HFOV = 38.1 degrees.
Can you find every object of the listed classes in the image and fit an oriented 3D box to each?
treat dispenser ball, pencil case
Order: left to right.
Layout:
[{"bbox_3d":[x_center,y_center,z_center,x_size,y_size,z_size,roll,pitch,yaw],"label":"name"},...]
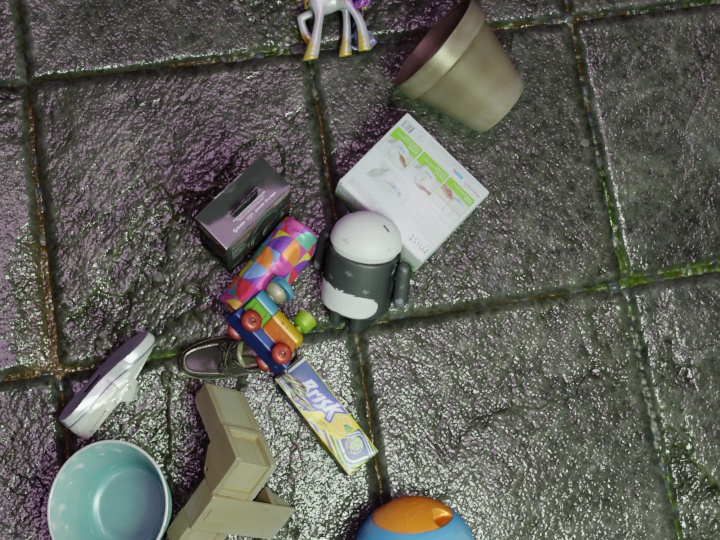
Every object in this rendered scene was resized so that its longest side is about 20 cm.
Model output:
[{"bbox_3d":[-0.153,0.005,1.753,0.088,0.088,0.201,38,80,2],"label":"pencil case"},{"bbox_3d":[0.085,0.455,1.629,0.199,0.201,0.203,1,79,-6],"label":"treat dispenser ball"}]

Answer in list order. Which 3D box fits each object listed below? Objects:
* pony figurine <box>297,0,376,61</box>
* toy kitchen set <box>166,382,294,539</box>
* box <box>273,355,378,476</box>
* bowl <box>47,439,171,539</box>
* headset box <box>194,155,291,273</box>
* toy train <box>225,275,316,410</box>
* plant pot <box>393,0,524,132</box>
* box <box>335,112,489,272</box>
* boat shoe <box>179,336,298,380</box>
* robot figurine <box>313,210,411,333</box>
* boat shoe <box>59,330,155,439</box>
[{"bbox_3d":[-0.035,-0.483,1.837,0.191,0.167,0.202,-9,96,0],"label":"pony figurine"},{"bbox_3d":[-0.211,0.331,1.698,0.162,0.181,0.201,20,114,-38],"label":"toy kitchen set"},{"bbox_3d":[-0.059,0.241,1.721,0.064,0.070,0.200,-38,85,-13],"label":"box"},{"bbox_3d":[-0.376,0.371,1.630,0.199,0.105,0.203,-2,76,10],"label":"bowl"},{"bbox_3d":[-0.189,-0.091,1.705,0.077,0.200,0.149,44,77,4],"label":"headset box"},{"bbox_3d":[-0.112,0.114,1.681,0.200,0.085,0.116,48,61,-8],"label":"toy train"},{"bbox_3d":[0.184,-0.340,1.816,0.173,0.200,0.201,40,77,-16],"label":"plant pot"},{"bbox_3d":[0.087,-0.133,1.796,0.200,0.097,0.177,43,78,3],"label":"box"},{"bbox_3d":[-0.201,0.138,1.728,0.198,0.065,0.074,-8,79,-8],"label":"boat shoe"},{"bbox_3d":[0.002,0.000,1.717,0.149,0.125,0.202,4,118,-10],"label":"robot figurine"},{"bbox_3d":[-0.398,0.190,1.703,0.200,0.071,0.070,-50,115,-16],"label":"boat shoe"}]
